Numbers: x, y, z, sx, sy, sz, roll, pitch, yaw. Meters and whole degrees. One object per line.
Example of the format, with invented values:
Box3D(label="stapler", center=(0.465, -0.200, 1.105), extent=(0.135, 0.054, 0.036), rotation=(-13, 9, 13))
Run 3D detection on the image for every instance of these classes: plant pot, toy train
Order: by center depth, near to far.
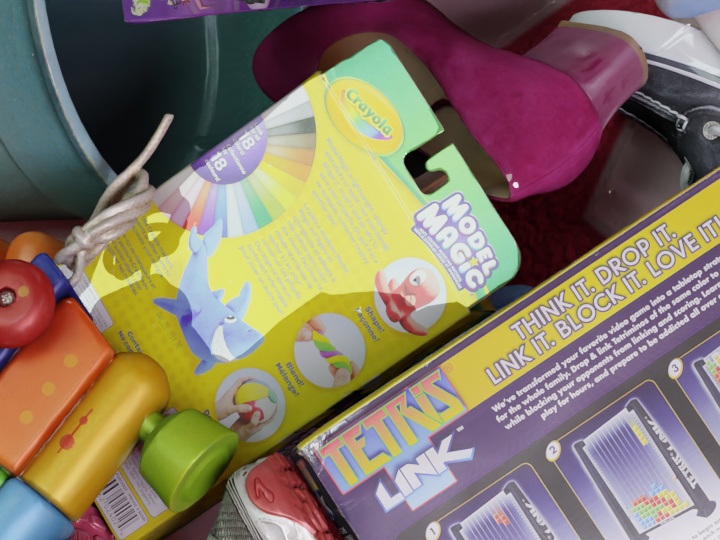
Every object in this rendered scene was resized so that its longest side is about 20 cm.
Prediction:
Box3D(label="toy train", center=(-0.092, 0.044, 1.095), extent=(0.116, 0.085, 0.200), rotation=(34, 78, 18))
Box3D(label="plant pot", center=(-0.154, -0.104, 1.276), extent=(0.196, 0.200, 0.201), rotation=(-7, 69, 34))

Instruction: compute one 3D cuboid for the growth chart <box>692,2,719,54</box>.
Box3D(label="growth chart", center=(0.219, -0.129, 1.150), extent=(0.200, 0.018, 0.145), rotation=(-33, 59, -16))

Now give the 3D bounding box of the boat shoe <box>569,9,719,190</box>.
Box3D(label="boat shoe", center=(0.158, -0.044, 1.161), extent=(0.200, 0.072, 0.068), rotation=(26, 83, 24))

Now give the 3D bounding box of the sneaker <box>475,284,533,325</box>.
Box3D(label="sneaker", center=(0.036, 0.094, 1.165), extent=(0.130, 0.080, 0.200), rotation=(38, 82, 30))

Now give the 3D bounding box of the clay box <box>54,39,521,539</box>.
Box3D(label="clay box", center=(-0.038, 0.009, 1.151), extent=(0.200, 0.048, 0.115), rotation=(-34, 79, 12))

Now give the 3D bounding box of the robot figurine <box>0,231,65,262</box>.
Box3D(label="robot figurine", center=(-0.161, 0.085, 1.243), extent=(0.143, 0.117, 0.201), rotation=(14, 78, 3))

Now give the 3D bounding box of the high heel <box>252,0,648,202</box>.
Box3D(label="high heel", center=(0.014, -0.067, 1.176), extent=(0.200, 0.068, 0.096), rotation=(1, 33, 42))

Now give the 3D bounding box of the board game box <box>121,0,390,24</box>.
Box3D(label="board game box", center=(-0.001, -0.131, 1.201), extent=(0.120, 0.200, 0.032), rotation=(2, 103, 26))

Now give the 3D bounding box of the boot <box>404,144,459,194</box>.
Box3D(label="boot", center=(0.000, 0.000, 1.233), extent=(0.200, 0.076, 0.074), rotation=(-37, 16, -5))

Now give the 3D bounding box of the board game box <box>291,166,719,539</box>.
Box3D(label="board game box", center=(0.100, 0.082, 1.082), extent=(0.200, 0.057, 0.166), rotation=(-32, 86, -6))

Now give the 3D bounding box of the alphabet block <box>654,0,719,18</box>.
Box3D(label="alphabet block", center=(0.166, -0.248, 1.092), extent=(0.196, 0.195, 0.200), rotation=(-21, 68, -10))

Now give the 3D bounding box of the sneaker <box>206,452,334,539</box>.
Box3D(label="sneaker", center=(-0.051, 0.152, 1.116), extent=(0.082, 0.200, 0.078), rotation=(-10, 47, -22))

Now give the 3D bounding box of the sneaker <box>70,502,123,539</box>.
Box3D(label="sneaker", center=(-0.161, 0.177, 1.160), extent=(0.200, 0.080, 0.075), rotation=(-63, 19, 0))
